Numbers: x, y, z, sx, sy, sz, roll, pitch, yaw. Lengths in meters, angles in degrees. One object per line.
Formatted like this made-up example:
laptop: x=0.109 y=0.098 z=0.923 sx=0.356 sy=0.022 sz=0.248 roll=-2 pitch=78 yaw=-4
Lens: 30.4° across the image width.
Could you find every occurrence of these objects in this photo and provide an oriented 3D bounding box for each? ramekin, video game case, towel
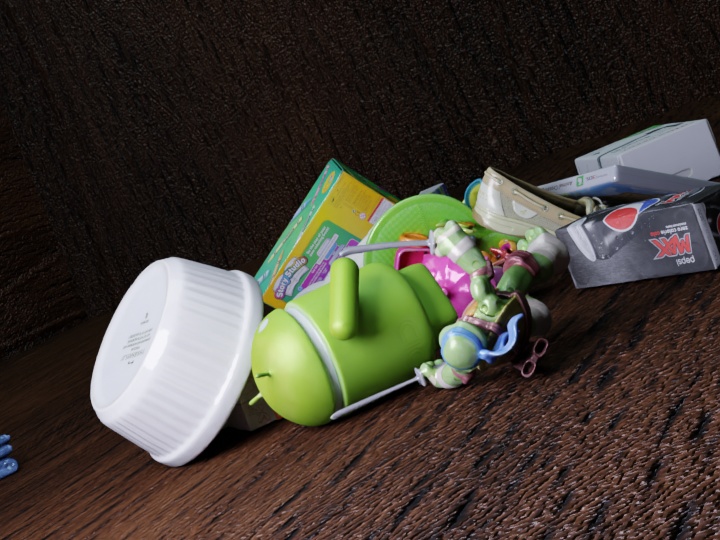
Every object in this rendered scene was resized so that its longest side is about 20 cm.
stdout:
ramekin: x=-0.184 y=0.080 z=1.286 sx=0.202 sy=0.094 sz=0.203 roll=-44 pitch=31 yaw=35
video game case: x=0.310 y=-0.085 z=1.547 sx=0.199 sy=0.022 sz=0.182 roll=6 pitch=-10 yaw=-31
towel: x=-0.518 y=0.254 z=1.689 sx=0.111 sy=0.049 sz=0.200 roll=-26 pitch=7 yaw=-35

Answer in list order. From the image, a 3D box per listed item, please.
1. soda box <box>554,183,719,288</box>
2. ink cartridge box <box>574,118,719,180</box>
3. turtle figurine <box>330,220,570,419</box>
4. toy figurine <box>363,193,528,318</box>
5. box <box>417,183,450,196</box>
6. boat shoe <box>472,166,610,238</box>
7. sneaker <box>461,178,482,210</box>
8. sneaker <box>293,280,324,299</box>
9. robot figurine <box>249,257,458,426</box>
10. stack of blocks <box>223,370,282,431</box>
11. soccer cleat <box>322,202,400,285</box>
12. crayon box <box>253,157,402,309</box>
soda box: x=0.283 y=-0.032 z=1.295 sx=0.063 sy=0.071 sz=0.200 roll=-25 pitch=7 yaw=-31
ink cartridge box: x=0.412 y=-0.151 z=1.900 sx=0.146 sy=0.083 sz=0.200 roll=-22 pitch=6 yaw=-7
turtle figurine: x=0.084 y=0.025 z=1.140 sx=0.199 sy=0.145 sz=0.194 roll=-12 pitch=6 yaw=38
toy figurine: x=0.117 y=0.011 z=1.429 sx=0.199 sy=0.151 sz=0.184 roll=2 pitch=15 yaw=-12
box: x=0.113 y=-0.054 z=1.890 sx=0.047 sy=0.122 sz=0.200 roll=-23 pitch=5 yaw=16
boat shoe: x=0.225 y=-0.064 z=1.457 sx=0.199 sy=0.063 sz=0.073 roll=12 pitch=20 yaw=-5
sneaker: x=0.199 y=-0.064 z=1.618 sx=0.199 sy=0.131 sz=0.079 roll=-23 pitch=5 yaw=-26
sneaker: x=0.024 y=0.024 z=1.665 sx=0.199 sy=0.081 sz=0.146 roll=-15 pitch=11 yaw=35
robot figurine: x=-0.012 y=0.068 z=1.212 sx=0.199 sy=0.116 sz=0.176 roll=-25 pitch=-20 yaw=-20
stack of blocks: x=-0.129 y=0.126 z=1.393 sx=0.115 sy=0.059 sz=0.200 roll=-24 pitch=6 yaw=-22
soccer cleat: x=0.000 y=0.000 z=1.551 sx=0.069 sy=0.201 sz=0.078 roll=19 pitch=15 yaw=-45
crayon box: x=-0.038 y=-0.026 z=1.700 sx=0.200 sy=0.118 sz=0.058 roll=-56 pitch=26 yaw=8
